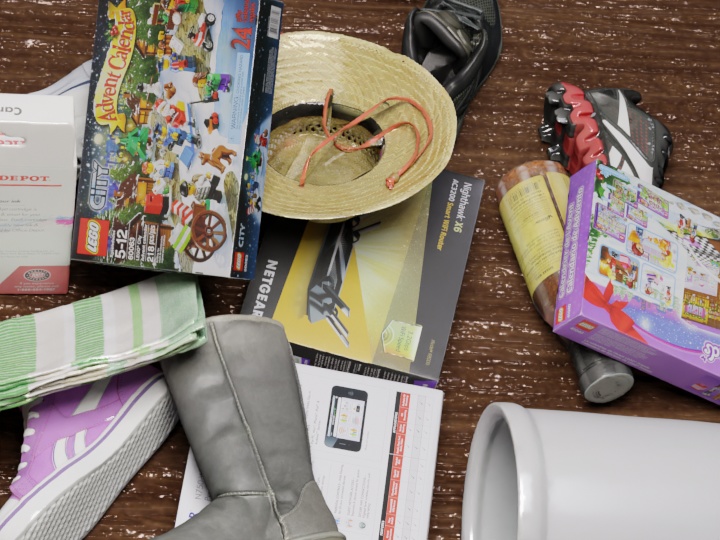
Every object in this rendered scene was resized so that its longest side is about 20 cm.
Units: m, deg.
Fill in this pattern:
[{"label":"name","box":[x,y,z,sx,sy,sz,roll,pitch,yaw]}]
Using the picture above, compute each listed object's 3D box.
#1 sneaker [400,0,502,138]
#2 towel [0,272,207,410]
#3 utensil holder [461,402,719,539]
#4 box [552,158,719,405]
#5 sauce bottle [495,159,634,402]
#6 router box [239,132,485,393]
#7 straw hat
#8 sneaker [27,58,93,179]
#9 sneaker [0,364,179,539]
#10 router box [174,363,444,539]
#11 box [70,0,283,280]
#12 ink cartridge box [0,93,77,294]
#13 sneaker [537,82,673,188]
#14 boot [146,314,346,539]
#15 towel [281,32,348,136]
[{"label":"sneaker","box":[0.078,-0.193,1.930,0.076,0.115,0.200,22,51,3]},{"label":"towel","box":[-0.208,0.049,1.675,0.199,0.024,0.153,-18,20,-2]},{"label":"utensil holder","box":[0.183,0.183,1.645,0.198,0.170,0.171,5,53,-11]},{"label":"box","box":[0.242,0.016,1.799,0.199,0.039,0.138,24,57,-23]},{"label":"sauce bottle","box":[0.159,0.009,1.828,0.066,0.066,0.201,-6,56,-15]},{"label":"router box","box":[0.000,0.000,1.810,0.156,0.052,0.201,14,53,1]},{"label":"straw hat","box":[-0.029,-0.082,1.778,0.199,0.085,0.202,0,51,0]},{"label":"sneaker","box":[-0.210,-0.107,1.798,0.073,0.199,0.071,22,54,-52]},{"label":"sneaker","box":[-0.224,0.126,1.673,0.114,0.073,0.201,28,46,17]},{"label":"router box","box":[-0.039,0.162,1.687,0.178,0.049,0.201,11,53,-2]},{"label":"box","box":[-0.132,-0.099,1.700,0.136,0.038,0.202,6,90,26]},{"label":"ink cartridge box","box":[-0.265,-0.067,1.717,0.116,0.201,0.068,1,54,-10]},{"label":"sneaker","box":[0.214,-0.072,1.892,0.097,0.071,0.201,-8,55,-14]},{"label":"boot","box":[-0.106,0.126,1.626,0.181,0.073,0.201,-3,61,-30]},{"label":"towel","box":[-0.079,-0.165,1.901,0.199,0.023,0.145,24,29,9]}]
